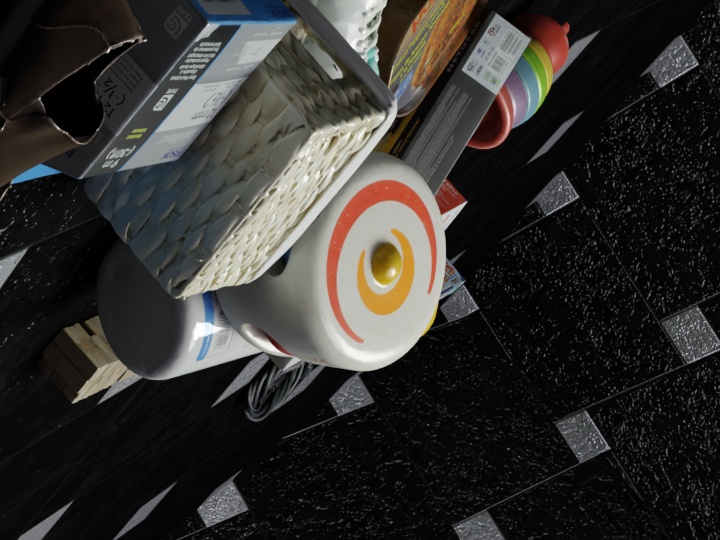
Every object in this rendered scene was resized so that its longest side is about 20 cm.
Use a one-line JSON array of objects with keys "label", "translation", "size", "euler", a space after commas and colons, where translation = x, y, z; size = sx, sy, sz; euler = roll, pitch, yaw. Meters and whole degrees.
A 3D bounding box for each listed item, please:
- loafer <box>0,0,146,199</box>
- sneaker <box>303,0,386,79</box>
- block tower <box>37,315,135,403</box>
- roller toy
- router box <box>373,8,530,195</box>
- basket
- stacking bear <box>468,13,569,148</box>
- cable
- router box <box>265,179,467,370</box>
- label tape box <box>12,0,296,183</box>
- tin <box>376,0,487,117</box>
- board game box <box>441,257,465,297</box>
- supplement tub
[{"label": "loafer", "translation": [-0.189, -0.090, 0.934], "size": [0.073, 0.071, 0.200], "euler": [-34, 167, -52]}, {"label": "sneaker", "translation": [-0.009, -0.184, 1.315], "size": [0.075, 0.089, 0.200], "euler": [-32, 166, -51]}, {"label": "block tower", "translation": [-0.240, 0.074, 1.617], "size": [0.054, 0.058, 0.200], "euler": [-46, 170, 20]}, {"label": "roller toy", "translation": [-0.020, -0.009, 1.386], "size": [0.139, 0.202, 0.182], "euler": [9, -148, 43]}, {"label": "router box", "translation": [0.064, -0.157, 1.578], "size": [0.201, 0.052, 0.157], "euler": [-58, -159, 0]}, {"label": "basket", "translation": [-0.093, -0.092, 1.213], "size": [0.200, 0.136, 0.123], "euler": [-48, 167, 28]}, {"label": "stacking bear", "translation": [0.180, -0.240, 1.970], "size": [0.200, 0.114, 0.122], "euler": [-44, 174, -40]}, {"label": "cable", "translation": [-0.127, 0.180, 2.806], "size": [0.163, 0.051, 0.200], "euler": [-50, 170, 36]}, {"label": "router box", "translation": [0.000, 0.000, 1.717], "size": [0.179, 0.049, 0.200], "euler": [-29, 162, -52]}, {"label": "label tape box", "translation": [-0.147, -0.110, 1.073], "size": [0.200, 0.066, 0.143], "euler": [-49, 171, 20]}, {"label": "tin", "translation": [0.062, -0.226, 1.446], "size": [0.201, 0.042, 0.112], "euler": [-55, 162, -24]}, {"label": "board game box", "translation": [0.083, -0.009, 2.568], "size": [0.034, 0.136, 0.200], "euler": [-41, 174, 21]}, {"label": "supplement tub", "translation": [-0.124, 0.016, 1.475], "size": [0.199, 0.133, 0.132], "euler": [-14, 153, -47]}]
